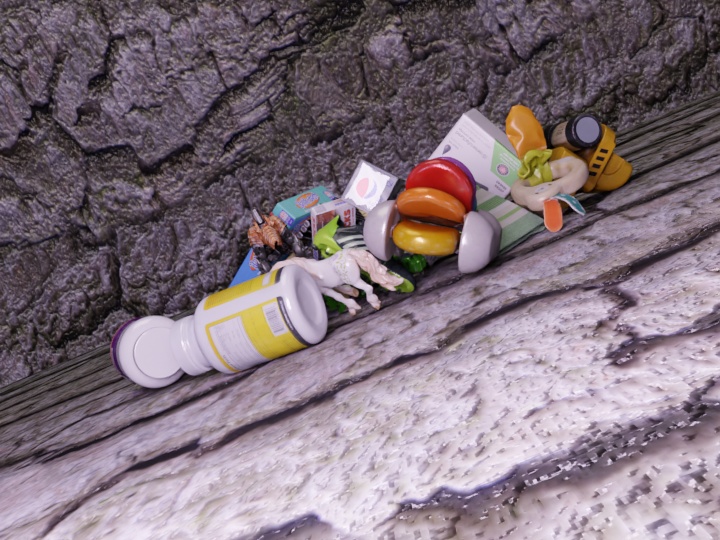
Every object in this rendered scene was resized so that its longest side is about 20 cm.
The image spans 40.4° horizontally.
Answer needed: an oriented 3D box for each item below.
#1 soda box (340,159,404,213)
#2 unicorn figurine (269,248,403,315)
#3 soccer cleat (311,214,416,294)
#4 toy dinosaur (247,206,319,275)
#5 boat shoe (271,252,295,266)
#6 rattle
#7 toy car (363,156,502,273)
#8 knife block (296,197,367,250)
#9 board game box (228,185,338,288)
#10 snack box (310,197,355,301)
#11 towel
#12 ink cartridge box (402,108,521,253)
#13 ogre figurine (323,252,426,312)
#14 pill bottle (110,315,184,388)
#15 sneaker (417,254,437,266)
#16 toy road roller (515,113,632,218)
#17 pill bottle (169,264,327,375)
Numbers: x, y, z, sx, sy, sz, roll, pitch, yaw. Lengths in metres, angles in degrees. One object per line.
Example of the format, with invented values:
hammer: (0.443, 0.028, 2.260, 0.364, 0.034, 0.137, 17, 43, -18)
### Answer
soda box: (0.022, -0.124, 1.502, 0.068, 0.063, 0.200, -62, -3, 7)
unicorn figurine: (-0.042, 0.014, 1.389, 0.200, 0.137, 0.074, -33, 35, 34)
soccer cleat: (0.013, -0.029, 1.473, 0.200, 0.068, 0.081, 27, 70, 35)
toy dinosaur: (-0.135, -0.035, 1.482, 0.102, 0.136, 0.200, -28, 5, 16)
boat shoe: (-0.160, 0.040, 1.571, 0.201, 0.063, 0.073, -52, -10, -12)
rattle: (0.280, -0.161, 1.491, 0.130, 0.143, 0.200, 0, 23, 15)
toy car: (0.106, -0.082, 1.348, 0.174, 0.151, 0.200, 9, 7, 14)
knife block: (-0.017, -0.049, 1.711, 0.175, 0.064, 0.200, -26, -38, -13)
board game box: (-0.135, -0.047, 1.716, 0.200, 0.045, 0.152, -56, -13, 29)
snack box: (-0.043, -0.032, 1.635, 0.072, 0.200, 0.024, -20, 46, -19)
towel: (0.168, -0.091, 1.512, 0.200, 0.023, 0.152, 30, 37, 28)
ink cartridge box: (0.180, -0.152, 1.680, 0.200, 0.145, 0.084, -52, -5, 25)
ogre figurine: (0.000, 0.000, 1.568, 0.200, 0.098, 0.120, -33, 15, 7)
pill bottle: (-0.333, 0.129, 1.559, 0.112, 0.113, 0.200, -24, 5, -20)
sneaker: (0.117, -0.062, 1.614, 0.090, 0.066, 0.200, -43, -13, 1)
toy road roller: (0.372, -0.161, 1.676, 0.200, 0.146, 0.123, -61, 13, -9)
pill bottle: (-0.154, 0.074, 1.327, 0.199, 0.112, 0.112, -21, 5, 19)
